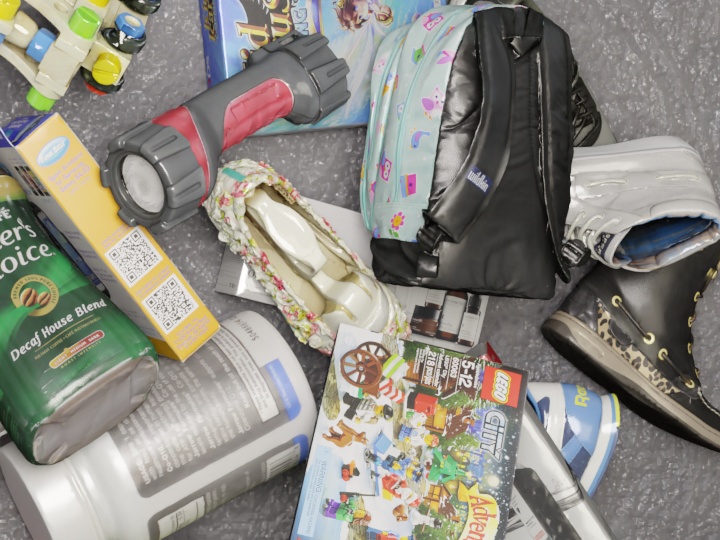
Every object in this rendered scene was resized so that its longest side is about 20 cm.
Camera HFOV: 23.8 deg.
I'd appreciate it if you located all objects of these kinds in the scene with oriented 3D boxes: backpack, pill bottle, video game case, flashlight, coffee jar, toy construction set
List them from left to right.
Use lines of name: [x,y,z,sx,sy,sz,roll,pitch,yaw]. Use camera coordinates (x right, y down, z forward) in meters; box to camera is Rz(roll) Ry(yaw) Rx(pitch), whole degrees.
coffee jar: [-0.224,0.019,1.088,0.104,0.086,0.200,-34,68,-23]
toy construction set: [-0.197,-0.182,1.112,0.130,0.092,0.201,29,44,-14]
pill bottle: [-0.136,0.119,1.163,0.198,0.114,0.115,-26,103,-21]
flashlight: [-0.080,-0.093,1.116,0.199,0.067,0.068,-34,127,-43]
video game case: [-0.026,-0.203,1.231,0.179,0.045,0.203,-8,96,-22]
backpack: [0.074,-0.086,1.191,0.166,0.126,0.203,6,88,-45]

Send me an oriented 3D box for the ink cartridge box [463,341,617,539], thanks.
ink cartridge box: [0.088,0.177,1.233,0.144,0.084,0.201,-34,92,5]

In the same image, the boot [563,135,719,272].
boot: [0.168,-0.041,1.267,0.197,0.096,0.074,-13,129,0]

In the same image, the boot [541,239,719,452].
boot: [0.253,0.042,1.357,0.199,0.073,0.152,34,79,-16]

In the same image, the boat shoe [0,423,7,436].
boat shoe: [-0.248,0.081,1.135,0.198,0.068,0.073,-24,102,-21]

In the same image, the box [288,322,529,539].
box: [0.029,0.142,1.113,0.135,0.038,0.202,13,56,-2]

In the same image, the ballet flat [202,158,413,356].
ballet flat: [-0.031,0.004,1.176,0.200,0.064,0.076,43,77,-21]

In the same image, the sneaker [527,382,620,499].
sneaker: [0.129,0.177,1.309,0.081,0.074,0.202,21,90,-7]

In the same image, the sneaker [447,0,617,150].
sneaker: [0.140,-0.131,1.291,0.074,0.079,0.201,-46,113,-16]

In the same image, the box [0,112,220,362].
box: [-0.180,-0.032,1.131,0.041,0.119,0.201,-39,108,-16]

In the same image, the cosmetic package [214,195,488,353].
cosmetic package: [0.000,0.000,1.251,0.198,0.051,0.084,14,86,-24]
